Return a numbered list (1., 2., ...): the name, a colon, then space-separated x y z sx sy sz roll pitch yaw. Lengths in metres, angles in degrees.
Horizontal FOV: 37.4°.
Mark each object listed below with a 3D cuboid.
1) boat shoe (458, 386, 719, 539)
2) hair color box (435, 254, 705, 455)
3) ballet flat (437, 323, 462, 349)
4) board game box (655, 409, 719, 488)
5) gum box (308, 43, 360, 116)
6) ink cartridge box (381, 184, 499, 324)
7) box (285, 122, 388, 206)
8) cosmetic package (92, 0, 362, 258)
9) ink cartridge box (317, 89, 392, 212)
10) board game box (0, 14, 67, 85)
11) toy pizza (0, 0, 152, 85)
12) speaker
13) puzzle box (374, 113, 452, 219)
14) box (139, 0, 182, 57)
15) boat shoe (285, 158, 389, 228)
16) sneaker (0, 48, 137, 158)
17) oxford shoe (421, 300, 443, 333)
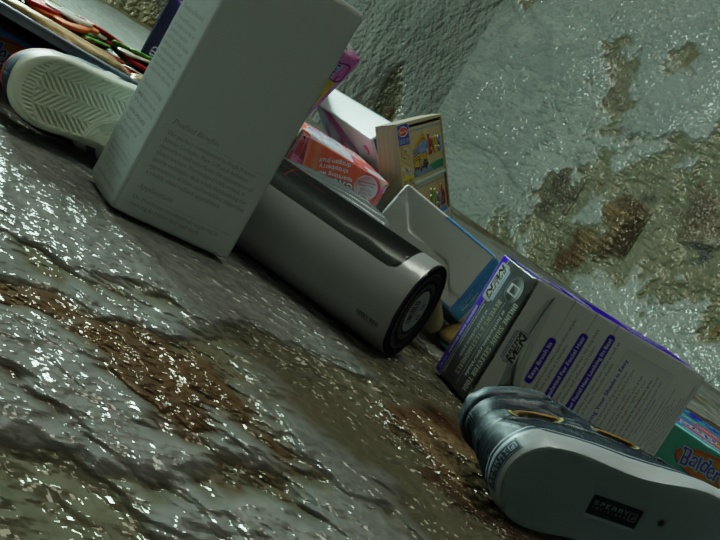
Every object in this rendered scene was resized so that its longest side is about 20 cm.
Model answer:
1. boat shoe: 0.152 0.128 0.643 0.198 0.071 0.091 27 13 -20
2. hair color box: 0.171 0.083 0.860 0.198 0.110 0.065 28 8 -29
3. ballet flat: 0.165 0.087 0.977 0.198 0.064 0.069 31 8 -7
4. board game box: 0.361 0.197 1.066 0.151 0.045 0.199 35 9 20
5. gum box: -0.112 -0.170 1.020 0.113 0.200 0.067 20 33 -49
6. ink cartridge box: 0.087 0.005 1.049 0.116 0.068 0.200 41 -1 22
7. box: -0.050 -0.092 1.118 0.102 0.095 0.200 29 8 -15
8. cosmetic package: -0.096 -0.122 0.747 0.101 0.202 0.074 26 9 -35
9. ink cartridge box: 0.006 -0.115 1.300 0.200 0.043 0.198 40 -26 52
10. board game box: -0.325 -0.203 0.928 0.199 0.045 0.152 25 10 -39
11. toy pizza: -0.240 -0.201 0.914 0.198 0.032 0.200 30 4 -2
12. speaker: -0.034 -0.022 0.822 0.199 0.082 0.081 35 9 21
13. puzzle box: 0.063 -0.103 1.183 0.025 0.135 0.200 -4 11 19
14. box: -0.164 -0.218 1.262 0.198 0.149 0.104 30 9 -5
15. boat shoe: -0.066 -0.060 0.920 0.198 0.063 0.072 29 16 22
16. sneaker: -0.191 -0.118 0.835 0.199 0.076 0.084 31 -1 -40
17. oxford shoe: 0.000 0.000 0.942 0.200 0.070 0.075 38 -17 49
